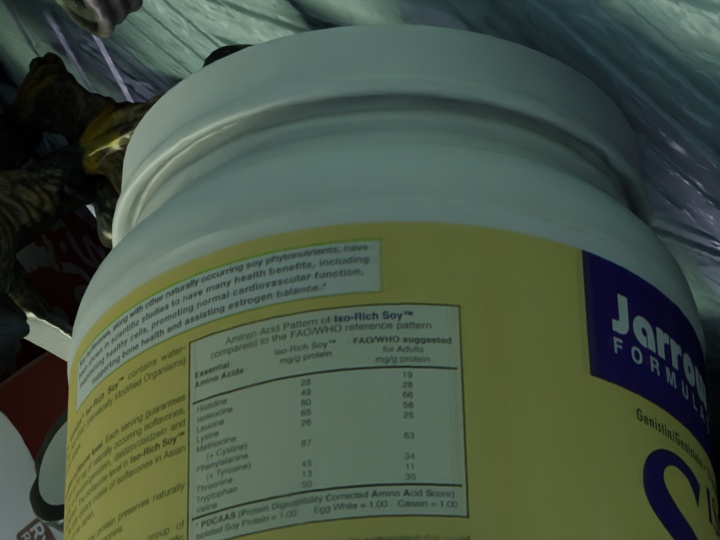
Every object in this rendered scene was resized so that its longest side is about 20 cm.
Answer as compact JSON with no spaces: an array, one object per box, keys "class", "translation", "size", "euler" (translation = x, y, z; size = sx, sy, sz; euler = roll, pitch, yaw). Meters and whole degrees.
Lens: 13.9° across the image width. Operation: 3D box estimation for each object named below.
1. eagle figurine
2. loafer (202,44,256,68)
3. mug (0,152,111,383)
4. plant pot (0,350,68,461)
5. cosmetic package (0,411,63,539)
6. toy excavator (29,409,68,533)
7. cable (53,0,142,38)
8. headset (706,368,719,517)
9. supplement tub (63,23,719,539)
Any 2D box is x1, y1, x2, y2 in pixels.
[{"class":"eagle figurine","translation":[-0.161,-0.019,0.932],"size":[0.151,0.199,0.152],"euler":[58,152,17]},{"class":"loafer","translation":[0.000,0.000,0.836],"size":[0.070,0.068,0.201],"euler":[41,167,27]},{"class":"mug","translation":[-0.184,-0.045,1.139],"size":[0.133,0.178,0.200],"euler":[-11,150,22]},{"class":"plant pot","translation":[-0.071,0.119,1.149],"size":[0.178,0.200,0.200],"euler":[55,172,11]},{"class":"cosmetic package","translation":[-0.196,0.084,1.082],"size":[0.200,0.074,0.102],"euler":[-7,116,56]},{"class":"toy excavator","translation":[-0.016,0.122,0.911],"size":[0.194,0.201,0.100],"euler":[-26,136,36]},{"class":"cable","translation":[-0.091,-0.098,0.744],"size":[0.097,0.050,0.200],"euler":[39,167,-4]},{"class":"headset","translation":[0.063,0.081,0.811],"size":[0.093,0.124,0.200],"euler":[13,-176,3]},{"class":"supplement tub","translation":[0.007,0.064,0.641],"size":[0.145,0.201,0.146],"euler":[-1,149,-1]}]
